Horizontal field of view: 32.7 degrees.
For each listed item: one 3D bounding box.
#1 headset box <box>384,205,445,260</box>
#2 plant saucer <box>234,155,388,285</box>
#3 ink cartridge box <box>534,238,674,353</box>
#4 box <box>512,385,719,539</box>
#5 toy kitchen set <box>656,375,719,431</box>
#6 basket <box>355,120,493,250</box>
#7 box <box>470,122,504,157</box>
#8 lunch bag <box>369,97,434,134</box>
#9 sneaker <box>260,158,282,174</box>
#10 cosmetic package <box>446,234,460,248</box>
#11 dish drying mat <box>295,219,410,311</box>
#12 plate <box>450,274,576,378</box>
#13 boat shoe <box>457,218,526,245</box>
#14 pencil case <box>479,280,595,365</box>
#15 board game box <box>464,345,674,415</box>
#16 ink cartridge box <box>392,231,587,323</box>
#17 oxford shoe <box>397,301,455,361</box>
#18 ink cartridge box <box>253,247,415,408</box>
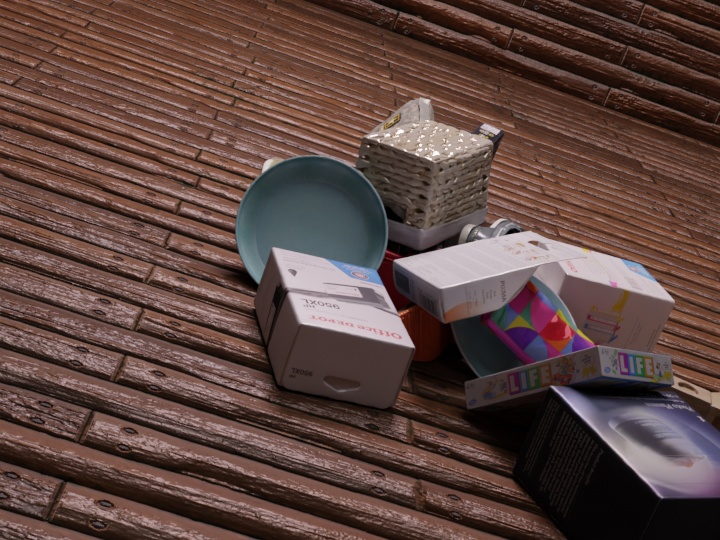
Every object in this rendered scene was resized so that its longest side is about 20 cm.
[{"bbox_3d":[0.016,-0.035,1.705,0.197,0.076,0.149,12,22,1],"label":"headset box"},{"bbox_3d":[-0.063,-0.048,1.589,0.198,0.202,0.036,21,-15,1],"label":"plant saucer"},{"bbox_3d":[0.313,0.049,1.732,0.198,0.127,0.129,14,21,-16],"label":"ink cartridge box"},{"bbox_3d":[0.306,0.225,1.296,0.198,0.124,0.199,5,26,-33],"label":"box"},{"bbox_3d":[0.451,0.131,1.604,0.179,0.165,0.200,23,20,7],"label":"toy kitchen set"},{"bbox_3d":[0.086,-0.124,1.685,0.134,0.125,0.199,22,25,26],"label":"basket"},{"bbox_3d":[0.176,-0.152,2.051,0.049,0.163,0.200,24,22,9],"label":"box"},{"bbox_3d":[0.060,-0.165,1.922,0.116,0.202,0.164,19,21,-5],"label":"lunch bag"},{"bbox_3d":[-0.103,-0.100,1.765,0.087,0.078,0.201,2,29,2],"label":"sneaker"},{"bbox_3d":[0.163,-0.045,1.866,0.082,0.051,0.200,26,5,13],"label":"cosmetic package"},{"bbox_3d":[0.000,0.000,1.629,0.198,0.078,0.018,20,19,-2],"label":"dish drying mat"},{"bbox_3d":[0.196,0.083,1.577,0.198,0.026,0.202,14,56,-21],"label":"plate"},{"bbox_3d":[0.204,-0.032,1.739,0.061,0.074,0.199,15,8,29],"label":"boat shoe"},{"bbox_3d":[0.239,0.098,1.524,0.200,0.088,0.088,44,23,3],"label":"pencil case"},{"bbox_3d":[0.235,0.129,1.396,0.133,0.035,0.199,9,-21,-41],"label":"board game box"},{"bbox_3d":[0.158,0.004,1.519,0.197,0.051,0.162,-10,16,-17],"label":"ink cartridge box"},{"bbox_3d":[0.075,0.072,1.563,0.072,0.072,0.199,6,7,37],"label":"oxford shoe"},{"bbox_3d":[-0.034,0.064,1.429,0.143,0.085,0.200,12,23,-19],"label":"ink cartridge box"}]
